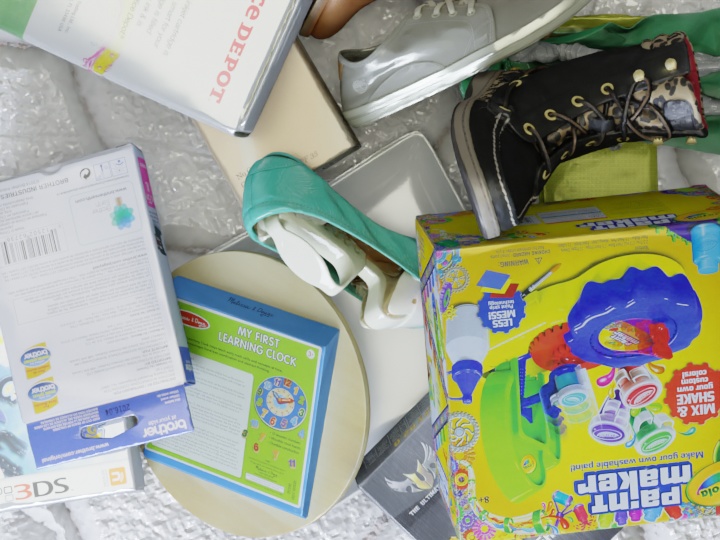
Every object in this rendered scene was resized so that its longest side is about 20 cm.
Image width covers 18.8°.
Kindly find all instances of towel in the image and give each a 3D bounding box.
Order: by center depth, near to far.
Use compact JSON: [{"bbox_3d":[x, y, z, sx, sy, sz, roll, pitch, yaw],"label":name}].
[{"bbox_3d":[0.167,-0.079,1.526,0.086,0.018,0.201,-2,92,3],"label":"towel"}]

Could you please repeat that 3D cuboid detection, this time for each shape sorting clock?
[{"bbox_3d":[-0.079,0.085,1.501,0.199,0.039,0.201,8,105,31],"label":"shape sorting clock"}]

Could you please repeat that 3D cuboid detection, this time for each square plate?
[{"bbox_3d":[0.008,0.035,1.531,0.198,0.028,0.200,-31,90,2],"label":"square plate"}]

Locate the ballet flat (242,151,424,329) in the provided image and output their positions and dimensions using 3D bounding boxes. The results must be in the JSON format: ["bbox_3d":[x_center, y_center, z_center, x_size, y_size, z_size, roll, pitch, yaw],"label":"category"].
[{"bbox_3d":[0.000,0.000,1.457,0.200,0.067,0.071,33,50,-19],"label":"ballet flat"}]

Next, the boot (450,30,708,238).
[{"bbox_3d":[0.140,-0.091,1.371,0.150,0.200,0.073,-12,109,14],"label":"boot"}]

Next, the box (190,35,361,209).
[{"bbox_3d":[-0.088,-0.149,1.504,0.095,0.078,0.200,-31,90,4],"label":"box"}]

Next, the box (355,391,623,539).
[{"bbox_3d":[0.119,0.125,1.499,0.200,0.048,0.158,-44,103,4],"label":"box"}]

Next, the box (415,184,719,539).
[{"bbox_3d":[0.146,0.058,1.402,0.199,0.122,0.194,-7,103,-4],"label":"box"}]

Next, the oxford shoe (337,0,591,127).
[{"bbox_3d":[0.067,-0.159,1.453,0.199,0.075,0.058,-23,96,20],"label":"oxford shoe"}]

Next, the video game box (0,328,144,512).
[{"bbox_3d":[-0.256,0.071,1.528,0.181,0.047,0.201,-10,86,1],"label":"video game box"}]

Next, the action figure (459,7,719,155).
[{"bbox_3d":[0.167,-0.125,1.486,0.199,0.055,0.119,0,116,7],"label":"action figure"}]

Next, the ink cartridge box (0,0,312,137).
[{"bbox_3d":[-0.135,-0.192,1.423,0.199,0.088,0.146,25,94,4],"label":"ink cartridge box"}]

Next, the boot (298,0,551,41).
[{"bbox_3d":[0.064,-0.205,1.497,0.155,0.077,0.200,33,109,-16],"label":"boot"}]

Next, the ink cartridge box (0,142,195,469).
[{"bbox_3d":[-0.185,0.026,1.482,0.119,0.042,0.201,-14,82,6],"label":"ink cartridge box"}]
